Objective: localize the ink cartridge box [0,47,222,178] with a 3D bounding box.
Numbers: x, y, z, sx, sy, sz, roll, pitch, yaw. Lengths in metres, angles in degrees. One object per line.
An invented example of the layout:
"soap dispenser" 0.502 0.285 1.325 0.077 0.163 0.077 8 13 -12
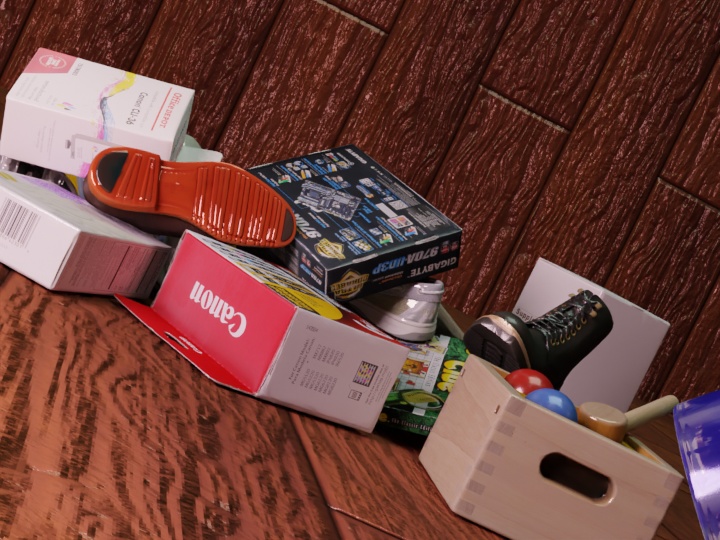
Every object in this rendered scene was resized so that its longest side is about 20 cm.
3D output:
"ink cartridge box" -0.230 -0.137 1.397 0.199 0.068 0.117 15 32 -4

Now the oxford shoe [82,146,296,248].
"oxford shoe" -0.157 -0.061 1.343 0.199 0.072 0.073 18 -23 -17

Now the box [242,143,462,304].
"box" -0.020 -0.049 1.434 0.158 0.046 0.200 -17 39 -30

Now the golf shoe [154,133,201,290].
"golf shoe" -0.156 -0.064 1.446 0.078 0.097 0.201 32 41 -43

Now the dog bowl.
"dog bowl" 0.320 0.193 1.183 0.078 0.202 0.200 -18 -9 14

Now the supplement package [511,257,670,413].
"supplement package" 0.225 0.110 1.615 0.121 0.201 0.120 24 4 -36

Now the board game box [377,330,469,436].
"board game box" 0.057 0.101 1.358 0.104 0.024 0.200 15 19 5

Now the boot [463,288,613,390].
"boot" 0.171 0.051 1.340 0.077 0.138 0.200 42 -10 22

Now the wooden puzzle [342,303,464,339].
"wooden puzzle" 0.015 0.043 1.602 0.199 0.037 0.185 6 -20 23

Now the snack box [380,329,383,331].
"snack box" 0.090 0.122 1.488 0.142 0.053 0.200 25 11 -27

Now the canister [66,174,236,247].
"canister" -0.234 -0.083 1.642 0.199 0.087 0.149 25 -35 14

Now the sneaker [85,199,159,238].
"sneaker" -0.217 -0.043 1.486 0.079 0.072 0.200 -1 -4 13

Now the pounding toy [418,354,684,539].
"pounding toy" 0.174 0.147 1.189 0.199 0.143 0.184 26 4 -10

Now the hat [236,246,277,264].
"hat" -0.038 -0.010 1.656 0.200 0.201 0.081 24 17 -27

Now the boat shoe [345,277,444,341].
"boat shoe" 0.000 0.001 1.459 0.201 0.065 0.074 32 24 34

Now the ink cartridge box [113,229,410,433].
"ink cartridge box" -0.088 0.044 1.247 0.175 0.084 0.200 22 6 -40

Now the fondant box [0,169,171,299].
"fondant box" -0.270 -0.034 1.274 0.144 0.059 0.200 28 3 14

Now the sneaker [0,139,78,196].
"sneaker" -0.366 -0.097 1.415 0.199 0.076 0.081 26 -5 -19
